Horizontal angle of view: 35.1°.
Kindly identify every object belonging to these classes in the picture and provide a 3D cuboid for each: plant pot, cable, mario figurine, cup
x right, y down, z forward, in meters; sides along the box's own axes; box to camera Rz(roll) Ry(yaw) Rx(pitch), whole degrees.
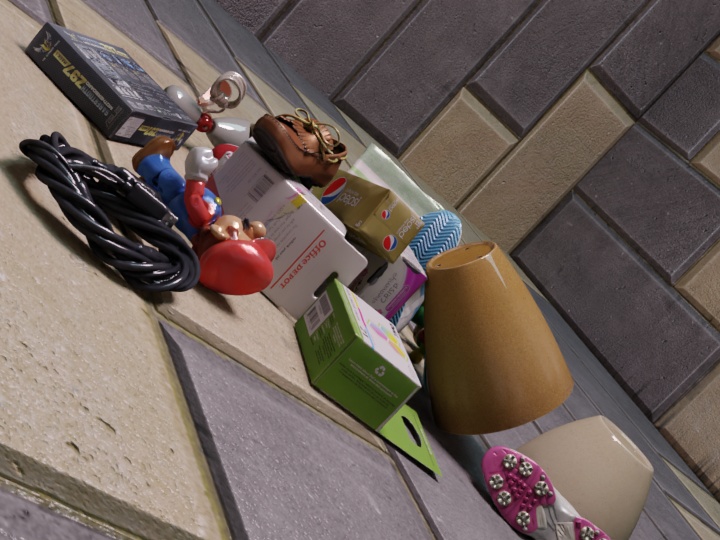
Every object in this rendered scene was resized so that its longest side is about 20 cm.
[{"bbox_3d":[0.153,0.074,1.427,0.187,0.184,0.202,-96,169,-74],"label":"plant pot"},{"bbox_3d":[-0.234,-0.051,1.049,0.200,0.051,0.164,40,16,-34],"label":"cable"},{"bbox_3d":[-0.152,-0.057,1.206,0.200,0.106,0.123,47,9,23],"label":"mario figurine"},{"bbox_3d":[0.312,0.283,1.542,0.200,0.143,0.200,43,11,-10],"label":"cup"}]

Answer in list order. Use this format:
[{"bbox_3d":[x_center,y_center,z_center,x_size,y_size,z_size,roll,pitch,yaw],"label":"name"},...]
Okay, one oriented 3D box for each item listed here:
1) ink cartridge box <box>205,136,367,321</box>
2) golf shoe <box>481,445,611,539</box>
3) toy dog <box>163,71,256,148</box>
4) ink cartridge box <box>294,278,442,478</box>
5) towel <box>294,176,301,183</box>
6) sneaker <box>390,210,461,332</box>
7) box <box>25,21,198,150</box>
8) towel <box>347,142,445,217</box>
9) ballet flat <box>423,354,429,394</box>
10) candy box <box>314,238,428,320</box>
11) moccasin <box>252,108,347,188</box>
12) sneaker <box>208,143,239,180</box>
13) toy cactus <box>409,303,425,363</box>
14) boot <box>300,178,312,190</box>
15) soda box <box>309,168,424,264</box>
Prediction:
[{"bbox_3d":[-0.096,-0.044,1.331,0.200,0.117,0.068,44,9,-6],"label":"ink cartridge box"},{"bbox_3d":[0.218,0.294,1.384,0.200,0.075,0.092,47,-5,2],"label":"golf shoe"},{"bbox_3d":[-0.199,-0.215,1.619,0.201,0.131,0.097,59,8,-45],"label":"toy dog"},{"bbox_3d":[0.029,0.120,1.281,0.199,0.076,0.148,38,12,-23],"label":"ink cartridge box"},{"bbox_3d":[-0.103,-0.103,1.517,0.200,0.030,0.151,-142,-149,-71],"label":"towel"},{"bbox_3d":[0.068,0.004,1.551,0.076,0.201,0.081,38,8,11],"label":"sneaker"},{"bbox_3d":[-0.306,-0.226,1.423,0.158,0.051,0.200,46,11,9],"label":"box"},{"bbox_3d":[0.013,-0.058,1.621,0.152,0.201,0.023,41,-17,-10],"label":"towel"},{"bbox_3d":[0.129,0.074,1.552,0.069,0.202,0.070,8,-16,2],"label":"ballet flat"},{"bbox_3d":[0.000,0.000,1.475,0.061,0.137,0.200,37,13,-25],"label":"candy box"},{"bbox_3d":[-0.063,-0.148,1.322,0.074,0.078,0.201,47,9,22],"label":"moccasin"},{"bbox_3d":[-0.174,-0.122,1.472,0.112,0.071,0.200,29,14,-45],"label":"sneaker"},{"bbox_3d":[0.081,0.078,1.674,0.200,0.102,0.166,52,-6,49],"label":"toy cactus"},{"bbox_3d":[-0.043,-0.070,1.693,0.200,0.077,0.168,39,-1,12],"label":"boot"},{"bbox_3d":[-0.001,-0.073,1.421,0.068,0.064,0.200,42,-6,-26],"label":"soda box"}]
